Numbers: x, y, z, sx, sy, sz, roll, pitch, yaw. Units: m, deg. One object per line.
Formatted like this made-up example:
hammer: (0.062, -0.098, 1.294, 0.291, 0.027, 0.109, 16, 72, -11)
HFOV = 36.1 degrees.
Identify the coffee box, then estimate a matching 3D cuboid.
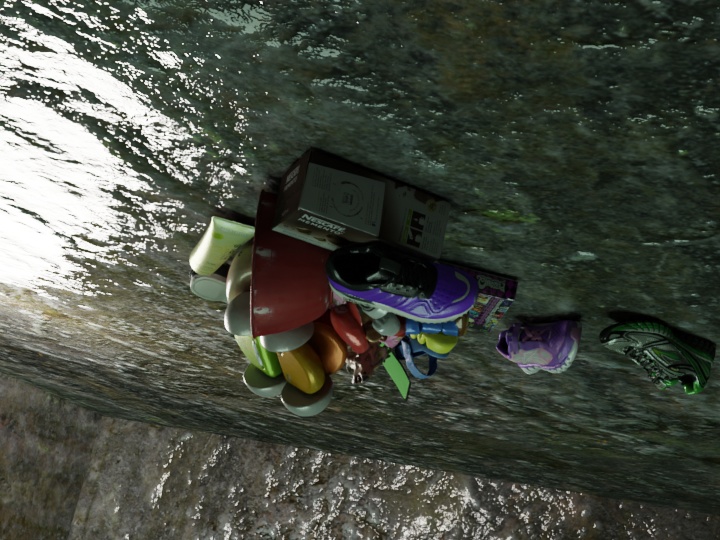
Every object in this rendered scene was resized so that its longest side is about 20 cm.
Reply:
coffee box: (-0.001, -0.070, 1.403, 0.197, 0.081, 0.113, 19, 163, -19)

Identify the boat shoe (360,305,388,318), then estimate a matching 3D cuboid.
boat shoe: (0.000, 0.000, 1.515, 0.063, 0.071, 0.200, 33, -168, -25)

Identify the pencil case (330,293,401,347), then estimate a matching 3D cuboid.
pencil case: (-0.007, 0.037, 1.671, 0.198, 0.087, 0.083, 34, 138, -13)

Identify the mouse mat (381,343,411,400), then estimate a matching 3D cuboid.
mouse mat: (0.030, 0.121, 1.865, 0.007, 0.202, 0.161, -30, 166, -10)

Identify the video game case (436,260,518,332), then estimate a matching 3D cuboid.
video game case: (0.136, 0.036, 1.704, 0.178, 0.036, 0.200, 15, 163, 1)

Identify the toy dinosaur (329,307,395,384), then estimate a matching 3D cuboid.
toy dinosaur: (-0.007, 0.087, 1.767, 0.085, 0.204, 0.135, 4, 162, -41)

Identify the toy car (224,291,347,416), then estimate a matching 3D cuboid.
toy car: (-0.102, 0.106, 1.682, 0.198, 0.150, 0.177, 19, 136, 41)

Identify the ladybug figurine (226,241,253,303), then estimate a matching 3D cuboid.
ladybug figurine: (-0.149, 0.012, 1.742, 0.133, 0.073, 0.201, -19, 155, -4)

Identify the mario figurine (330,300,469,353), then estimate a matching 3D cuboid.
mario figurine: (0.053, 0.053, 1.576, 0.196, 0.108, 0.124, -4, 160, -16)

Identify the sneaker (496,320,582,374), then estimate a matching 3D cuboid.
sneaker: (0.282, 0.116, 1.784, 0.087, 0.082, 0.200, 26, 161, -13)

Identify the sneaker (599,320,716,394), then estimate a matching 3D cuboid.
sneaker: (0.451, 0.130, 1.677, 0.197, 0.087, 0.078, 19, 162, -14)

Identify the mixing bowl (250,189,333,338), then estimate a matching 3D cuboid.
mixing bowl: (-0.088, -0.005, 1.501, 0.106, 0.204, 0.200, 4, 163, 0)

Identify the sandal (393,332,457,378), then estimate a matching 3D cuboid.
sandal: (0.072, 0.109, 1.803, 0.078, 0.089, 0.199, 2, -158, -36)

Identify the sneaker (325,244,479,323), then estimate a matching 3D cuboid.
sneaker: (0.047, 0.011, 1.367, 0.196, 0.071, 0.100, 8, 160, 12)

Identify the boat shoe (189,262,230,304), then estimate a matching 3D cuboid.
boat shoe: (-0.212, 0.031, 1.916, 0.198, 0.061, 0.074, 23, 133, -34)

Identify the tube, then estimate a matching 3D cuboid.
tube: (-0.219, -0.043, 1.714, 0.052, 0.058, 0.200, 59, 151, 2)
